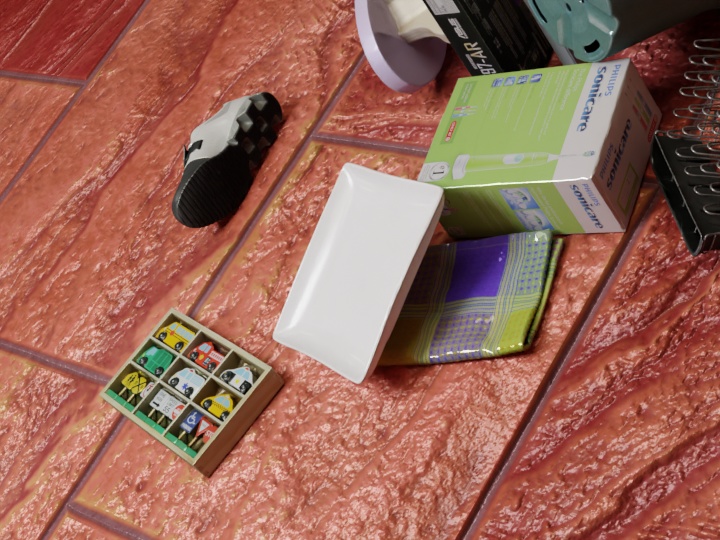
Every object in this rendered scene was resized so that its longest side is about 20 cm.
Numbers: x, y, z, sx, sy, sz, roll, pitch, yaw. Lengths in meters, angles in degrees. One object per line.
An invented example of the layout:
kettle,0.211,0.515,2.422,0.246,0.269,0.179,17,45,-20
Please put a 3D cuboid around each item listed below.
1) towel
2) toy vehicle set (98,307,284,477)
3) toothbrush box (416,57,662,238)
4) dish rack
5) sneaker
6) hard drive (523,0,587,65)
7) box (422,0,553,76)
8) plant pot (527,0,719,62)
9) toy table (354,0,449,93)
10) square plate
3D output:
towel,0.090,0.026,1.468,0.199,0.023,0.144,-5,51,36
toy vehicle set,-0.179,0.123,1.591,0.125,0.027,0.199,-51,40,-12
toothbrush box,0.172,-0.115,1.482,0.199,0.086,0.146,-3,52,38
dish rack,0.314,-0.131,1.316,0.054,0.201,0.154,0,41,-11
sneaker,-0.172,-0.125,1.782,0.088,0.074,0.201,1,46,39
hard drive,0.251,-0.320,1.569,0.200,0.132,0.027,-51,40,-12
box,0.140,-0.289,1.576,0.043,0.200,0.161,1,55,38
plant pot,0.266,-0.307,1.453,0.195,0.201,0.200,-32,37,-17
toy table,0.077,-0.300,1.671,0.117,0.183,0.202,-29,51,39
square plate,0.000,0.000,1.504,0.200,0.028,0.200,21,88,60
